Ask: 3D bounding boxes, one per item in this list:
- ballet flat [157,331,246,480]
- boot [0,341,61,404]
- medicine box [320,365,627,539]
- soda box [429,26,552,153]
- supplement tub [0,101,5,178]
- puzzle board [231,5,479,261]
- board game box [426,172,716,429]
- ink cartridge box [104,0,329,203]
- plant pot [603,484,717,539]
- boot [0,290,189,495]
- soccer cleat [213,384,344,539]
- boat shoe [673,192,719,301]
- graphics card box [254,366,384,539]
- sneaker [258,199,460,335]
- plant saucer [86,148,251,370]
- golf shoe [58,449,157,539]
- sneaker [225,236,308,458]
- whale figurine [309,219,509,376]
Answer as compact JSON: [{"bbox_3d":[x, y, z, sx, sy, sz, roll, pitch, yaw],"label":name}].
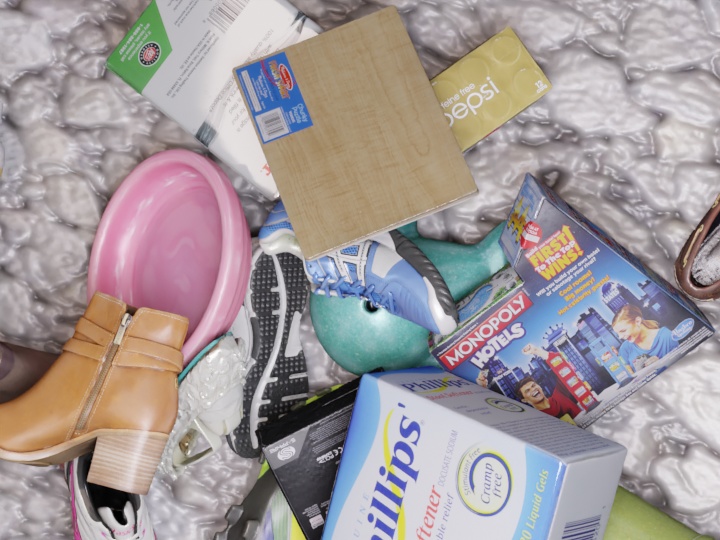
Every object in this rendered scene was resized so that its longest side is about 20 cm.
[{"bbox_3d":[-0.135,0.121,1.687,0.071,0.200,0.072,14,56,-21],"label":"ballet flat"},{"bbox_3d":[-0.305,0.090,1.714,0.199,0.146,0.071,1,71,10],"label":"boot"},{"bbox_3d":[0.083,0.194,1.542,0.199,0.103,0.183,21,103,34],"label":"medicine box"},{"bbox_3d":[0.063,-0.123,1.678,0.200,0.064,0.068,-36,90,-6],"label":"soda box"},{"bbox_3d":[-0.395,-0.063,1.736,0.145,0.145,0.201,12,91,10],"label":"supplement tub"},{"bbox_3d":[-0.006,-0.114,1.617,0.150,0.017,0.201,-22,61,-1],"label":"puzzle board"},{"bbox_3d":[0.158,0.030,1.635,0.200,0.062,0.200,-36,114,6],"label":"board game box"},{"bbox_3d":[-0.098,-0.171,1.719,0.200,0.083,0.147,40,94,9],"label":"ink cartridge box"},{"bbox_3d":[0.195,0.253,1.623,0.190,0.200,0.200,39,95,21],"label":"plant pot"},{"bbox_3d":[-0.243,0.091,1.638,0.199,0.074,0.156,13,84,9],"label":"boot"},{"bbox_3d":[-0.051,0.188,1.716,0.201,0.084,0.065,-57,39,6],"label":"soccer cleat"},{"bbox_3d":[0.339,-0.057,1.651,0.070,0.070,0.200,35,93,10],"label":"boat shoe"},{"bbox_3d":[0.008,0.197,1.663,0.125,0.051,0.201,-27,110,-2],"label":"graphics card box"},{"bbox_3d":[0.000,0.000,1.605,0.077,0.076,0.200,-43,57,-16],"label":"sneaker"},{"bbox_3d":[-0.160,-0.003,1.702,0.200,0.051,0.202,-16,68,45],"label":"plant saucer"},{"bbox_3d":[-0.216,0.229,1.710,0.072,0.092,0.201,-19,102,-10],"label":"golf shoe"},{"bbox_3d":[-0.090,0.065,1.729,0.073,0.080,0.201,0,103,-32],"label":"sneaker"},{"bbox_3d":[0.052,0.019,1.678,0.199,0.104,0.160,-16,86,10],"label":"whale figurine"}]
